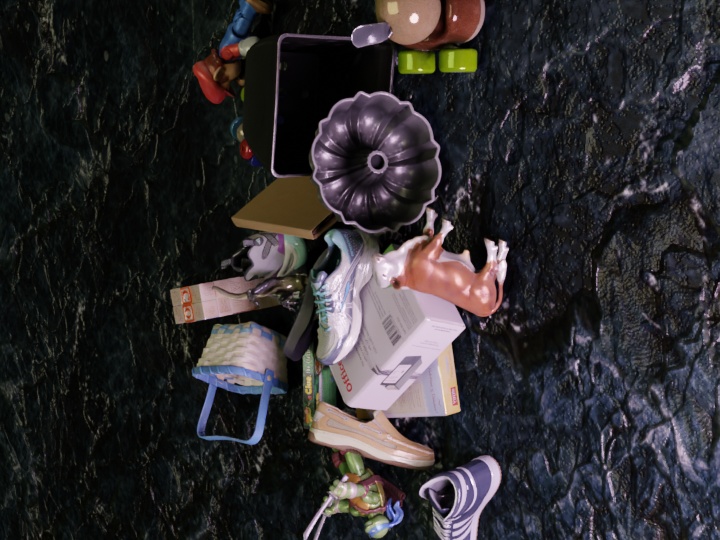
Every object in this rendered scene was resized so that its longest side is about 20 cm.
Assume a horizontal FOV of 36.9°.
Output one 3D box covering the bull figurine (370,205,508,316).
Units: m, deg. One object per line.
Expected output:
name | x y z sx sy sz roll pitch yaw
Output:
bull figurine | 0.111 -0.009 1.477 0.123 0.198 0.065 -65 15 13

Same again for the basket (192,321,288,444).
basket | -0.206 0.196 1.862 0.175 0.138 0.203 -2 65 47

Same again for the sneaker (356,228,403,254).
sneaker | 0.000 0.000 1.684 0.089 0.078 0.202 54 129 44

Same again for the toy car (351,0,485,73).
toy car | 0.056 -0.352 1.460 0.156 0.198 0.167 8 102 45

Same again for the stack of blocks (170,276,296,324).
stack of blocks | -0.220 0.045 1.822 0.114 0.198 0.060 -12 89 45

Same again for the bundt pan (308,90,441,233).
bundt pan | 0.013 -0.150 1.556 0.076 0.199 0.205 167 93 -71

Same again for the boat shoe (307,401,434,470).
boat shoe | 0.022 0.246 1.640 0.072 0.197 0.077 135 150 -85

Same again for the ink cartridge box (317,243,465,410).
ink cartridge box | 0.040 0.086 1.580 0.200 0.083 0.147 -49 48 30

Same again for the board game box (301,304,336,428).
board game box | -0.066 0.143 1.746 0.023 0.105 0.204 3 99 17

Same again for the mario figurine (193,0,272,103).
mario figurine | -0.199 -0.368 1.817 0.106 0.123 0.201 37 112 12

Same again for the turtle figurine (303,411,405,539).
turtle figurine | -0.043 0.337 1.706 0.198 0.144 0.196 -23 61 13

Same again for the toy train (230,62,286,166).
toy train | -0.162 -0.285 1.800 0.116 0.084 0.203 42 125 50

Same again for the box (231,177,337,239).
box | -0.087 -0.111 1.689 0.198 0.163 0.021 11 135 45

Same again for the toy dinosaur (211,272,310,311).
toy dinosaur | -0.135 0.030 1.657 0.088 0.197 0.048 -93 -8 -71

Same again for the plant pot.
plant pot | -0.080 -0.260 1.642 0.177 0.197 0.203 27 117 56

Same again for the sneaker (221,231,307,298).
sneaker | -0.156 -0.009 1.746 0.201 0.138 0.079 92 169 -60

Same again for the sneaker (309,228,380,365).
sneaker | -0.043 0.034 1.558 0.077 0.086 0.203 11 87 51

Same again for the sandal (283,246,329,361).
sandal | -0.058 0.049 1.640 0.042 0.076 0.202 29 111 20

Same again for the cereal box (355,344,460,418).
cereal box | 0.062 0.151 1.655 0.198 0.039 0.146 -9 88 47

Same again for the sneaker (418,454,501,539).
sneaker | 0.125 0.360 1.573 0.070 0.108 0.202 41 124 35
